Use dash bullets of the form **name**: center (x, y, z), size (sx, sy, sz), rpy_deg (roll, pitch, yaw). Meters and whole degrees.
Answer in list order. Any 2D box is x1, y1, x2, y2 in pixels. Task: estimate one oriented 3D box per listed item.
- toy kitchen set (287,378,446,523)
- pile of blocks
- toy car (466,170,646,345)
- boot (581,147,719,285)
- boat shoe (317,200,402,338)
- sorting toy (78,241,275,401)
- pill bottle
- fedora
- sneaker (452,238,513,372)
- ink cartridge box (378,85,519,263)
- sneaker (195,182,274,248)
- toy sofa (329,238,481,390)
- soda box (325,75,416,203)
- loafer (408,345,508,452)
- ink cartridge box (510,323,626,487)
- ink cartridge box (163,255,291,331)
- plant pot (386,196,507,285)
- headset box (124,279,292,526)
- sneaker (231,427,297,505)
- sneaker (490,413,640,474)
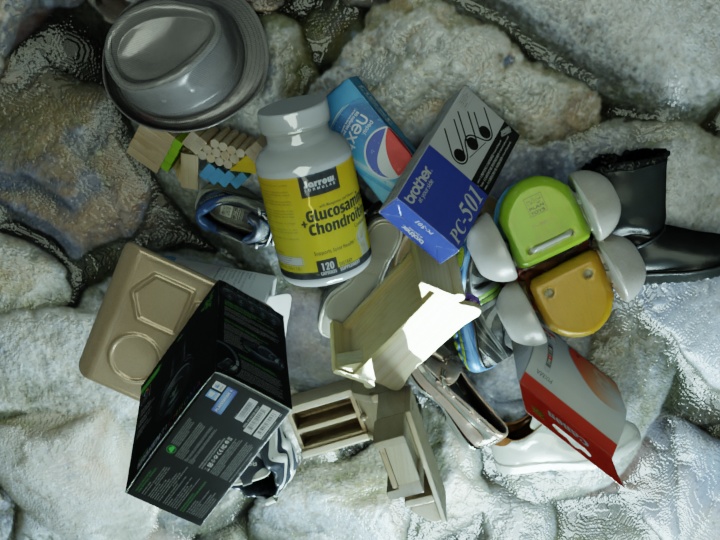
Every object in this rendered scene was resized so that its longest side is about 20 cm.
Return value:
- **toy kitchen set**: center (0.004, 0.253, 1.177), size (0.179, 0.200, 0.164), rpy_deg (-17, 107, 9)
- **pile of blocks**: center (-0.183, -0.146, 1.125), size (0.198, 0.062, 0.083), rpy_deg (14, 120, 7)
- **toy car**: center (0.223, -0.025, 1.076), size (0.174, 0.150, 0.201), rpy_deg (-26, 108, 6)
- **boot**: center (0.363, -0.068, 1.113), size (0.196, 0.073, 0.164), rpy_deg (-8, 109, 11)
- **boat shoe**: center (0.000, 0.000, 1.168), size (0.066, 0.057, 0.201), rpy_deg (18, 122, -16)
- **sorting toy**: center (-0.219, 0.083, 1.088), size (0.199, 0.037, 0.186), rpy_deg (26, 108, -2)
- **pill bottle**: center (-0.057, -0.092, 1.044), size (0.111, 0.112, 0.202), rpy_deg (-9, 113, 7)
- **fedora**: center (-0.210, -0.252, 1.041), size (0.198, 0.090, 0.178), rpy_deg (-12, 87, 4)
- **sneaker**: center (0.151, 0.027, 1.140), size (0.082, 0.071, 0.201), rpy_deg (-14, 108, -13)
- **ink cartridge box**: center (0.106, -0.114, 1.052), size (0.094, 0.201, 0.044), rpy_deg (39, 146, -11)
- **sneaker**: center (-0.114, -0.055, 1.137), size (0.198, 0.085, 0.078), rpy_deg (8, 110, 0)
- **toy sofa**: center (0.052, 0.055, 1.114), size (0.097, 0.083, 0.200), rpy_deg (21, 130, -26)
- **soda box**: center (0.030, -0.135, 1.096), size (0.064, 0.068, 0.200), rpy_deg (-39, 95, 15)
- **loafer**: center (0.122, 0.148, 1.193), size (0.063, 0.072, 0.201), rpy_deg (-25, 107, 38)
- **ink cartridge box**: center (0.264, 0.154, 1.128), size (0.162, 0.200, 0.050), rpy_deg (38, 107, -10)
- **ink cartridge box**: center (-0.195, 0.072, 1.165), size (0.198, 0.125, 0.130), rpy_deg (10, 110, 0)
- **plant pot**: center (0.120, -0.005, 1.172), size (0.198, 0.028, 0.202), rpy_deg (1, 109, 2)
- **headset box**: center (-0.161, 0.132, 0.979), size (0.092, 0.200, 0.174), rpy_deg (31, 110, -21)
- **sneaker**: center (-0.153, 0.225, 1.214), size (0.079, 0.130, 0.200), rpy_deg (-18, 107, 9)
- **sneaker**: center (0.271, 0.217, 1.217), size (0.198, 0.073, 0.085), rpy_deg (-12, 111, 9)
